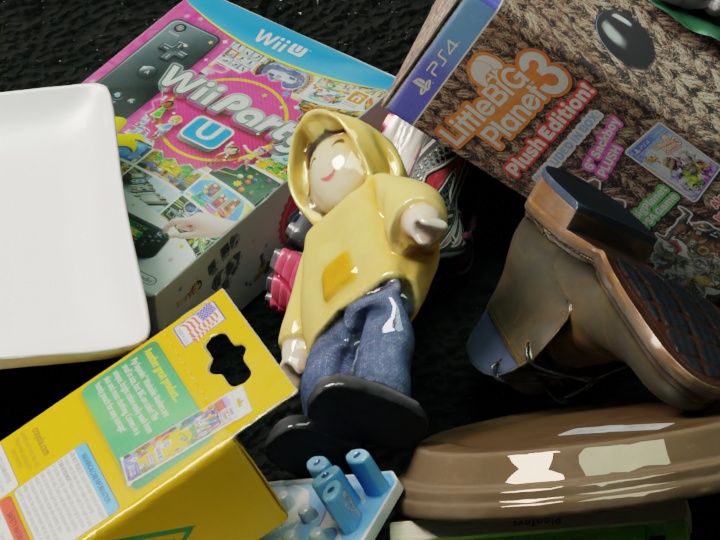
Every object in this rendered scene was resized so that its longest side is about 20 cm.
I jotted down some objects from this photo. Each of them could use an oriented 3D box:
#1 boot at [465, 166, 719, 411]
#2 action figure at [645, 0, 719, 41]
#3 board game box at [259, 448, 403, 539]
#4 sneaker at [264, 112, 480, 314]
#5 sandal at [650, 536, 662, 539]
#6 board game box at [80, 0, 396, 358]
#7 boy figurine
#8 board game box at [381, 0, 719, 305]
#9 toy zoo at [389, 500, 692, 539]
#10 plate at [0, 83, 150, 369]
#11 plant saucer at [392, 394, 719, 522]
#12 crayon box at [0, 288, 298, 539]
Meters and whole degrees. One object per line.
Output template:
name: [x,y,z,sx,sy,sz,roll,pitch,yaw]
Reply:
boot: [0.109,0.036,1.245,0.074,0.097,0.200,24,17,-23]
action figure: [0.202,-0.138,1.325,0.199,0.055,0.119,20,52,-11]
board game box: [-0.102,0.156,1.162,0.199,0.026,0.200,-8,36,39]
sneaker: [0.034,-0.033,1.382,0.074,0.081,0.200,31,61,15]
sandal: [0.040,0.149,1.209,0.199,0.048,0.076,-18,44,6]
board game box: [-0.093,-0.050,1.417,0.147,0.065,0.200,26,51,29]
boy figurine: [0.000,0.000,1.255,0.064,0.124,0.201,24,45,-25]
board game box: [0.137,-0.107,1.363,0.199,0.097,0.160,31,47,-6]
toy zoo: [0.077,0.196,1.117,0.130,0.020,0.201,-6,65,11]
plate: [-0.207,-0.011,1.294,0.198,0.032,0.201,-6,41,-8]
plant saucer: [0.110,0.079,1.193,0.198,0.030,0.200,-7,3,0]
crayon box: [-0.114,0.103,1.178,0.199,0.052,0.126,-35,27,-3]
